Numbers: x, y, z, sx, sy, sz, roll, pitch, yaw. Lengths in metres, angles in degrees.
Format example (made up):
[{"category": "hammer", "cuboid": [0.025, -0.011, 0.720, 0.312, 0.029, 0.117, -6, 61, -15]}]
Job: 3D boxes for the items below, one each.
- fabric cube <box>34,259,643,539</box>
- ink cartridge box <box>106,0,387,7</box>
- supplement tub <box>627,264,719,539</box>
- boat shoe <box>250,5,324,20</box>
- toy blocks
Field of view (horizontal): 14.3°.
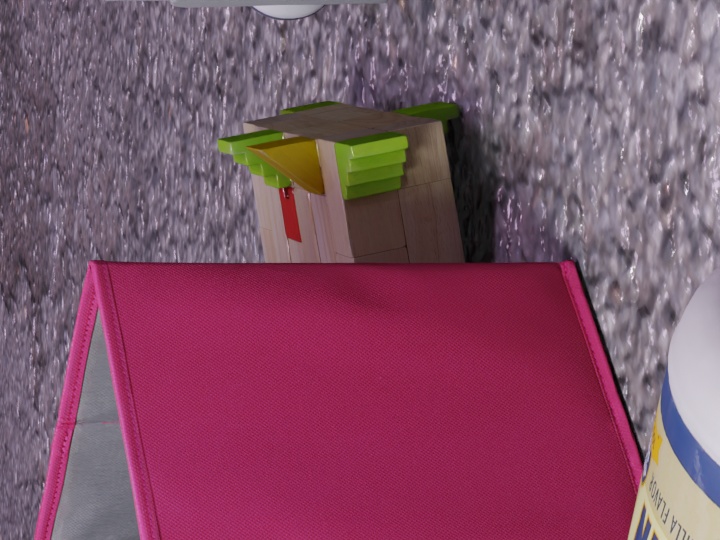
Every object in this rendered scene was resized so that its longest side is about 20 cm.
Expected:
[{"category": "fabric cube", "cuboid": [-0.010, 0.130, 1.120, 0.201, 0.198, 0.197, 107, 155, -44]}, {"category": "ink cartridge box", "cuboid": [-0.039, -0.230, 1.296, 0.145, 0.144, 0.201, 154, 115, -71]}, {"category": "supplement tub", "cuboid": [0.133, 0.105, 0.731, 0.145, 0.144, 0.201, -117, 31, -56]}, {"category": "boat shoe", "cuboid": [-0.048, -0.182, 1.462, 0.201, 0.072, 0.066, -107, 19, -45]}, {"category": "toy blocks", "cuboid": [0.000, 0.000, 1.294, 0.200, 0.099, 0.138, -159, 59, -72]}]
